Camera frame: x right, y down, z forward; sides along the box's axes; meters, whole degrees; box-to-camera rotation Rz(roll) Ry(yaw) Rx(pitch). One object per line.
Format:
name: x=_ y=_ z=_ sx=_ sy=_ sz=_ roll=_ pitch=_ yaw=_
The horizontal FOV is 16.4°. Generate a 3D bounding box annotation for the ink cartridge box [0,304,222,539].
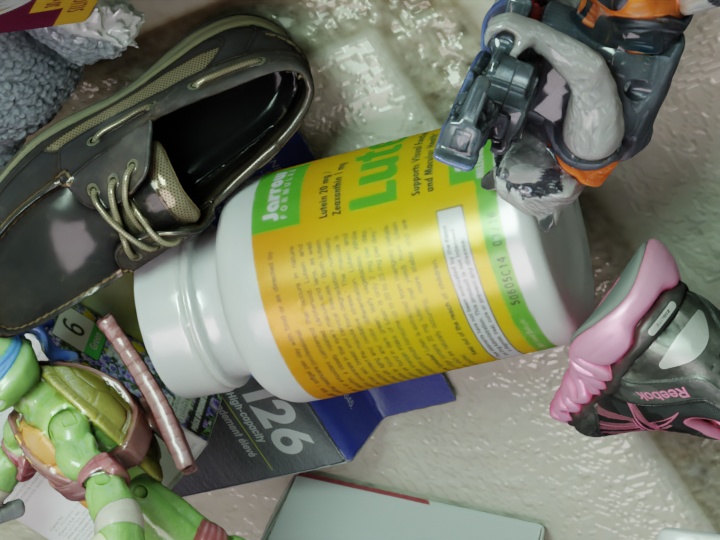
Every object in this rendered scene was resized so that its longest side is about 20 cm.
ink cartridge box: x=-0.184 y=0.058 z=1.276 sx=0.200 sy=0.050 sz=0.109 roll=33 pitch=121 yaw=-12

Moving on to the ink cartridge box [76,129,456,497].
ink cartridge box: x=-0.083 y=0.026 z=1.291 sx=0.200 sy=0.047 sz=0.198 roll=-14 pitch=121 yaw=31

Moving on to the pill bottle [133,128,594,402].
pill bottle: x=0.000 y=0.000 z=1.176 sx=0.200 sy=0.111 sz=0.111 roll=-14 pitch=122 yaw=17

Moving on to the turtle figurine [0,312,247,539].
turtle figurine: x=-0.136 y=0.135 z=1.195 sx=0.194 sy=0.200 sz=0.144 roll=36 pitch=135 yaw=-25

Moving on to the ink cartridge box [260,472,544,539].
ink cartridge box: x=0.017 y=0.223 z=1.384 sx=0.146 sy=0.083 sz=0.200 roll=11 pitch=130 yaw=11

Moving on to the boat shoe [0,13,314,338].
boat shoe: x=-0.104 y=-0.044 z=1.153 sx=0.200 sy=0.073 sz=0.075 roll=-44 pitch=115 yaw=-7

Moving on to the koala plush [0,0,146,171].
koala plush: x=-0.213 y=-0.123 z=1.150 sx=0.200 sy=0.184 sz=0.177 roll=33 pitch=132 yaw=-23

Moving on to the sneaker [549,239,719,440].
sneaker: x=0.145 y=0.052 z=1.150 sx=0.095 sy=0.079 sz=0.200 roll=32 pitch=173 yaw=8

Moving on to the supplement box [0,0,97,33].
supplement box: x=-0.199 y=-0.150 z=0.989 sx=0.200 sy=0.103 sz=0.131 roll=-9 pitch=173 yaw=-17

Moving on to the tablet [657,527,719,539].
tablet: x=0.227 y=0.145 z=1.200 sx=0.130 sy=0.014 sz=0.200 roll=6 pitch=173 yaw=22

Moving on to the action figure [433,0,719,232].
action figure: x=0.104 y=-0.091 z=1.029 sx=0.105 sy=0.200 sz=0.194 roll=29 pitch=125 yaw=0
